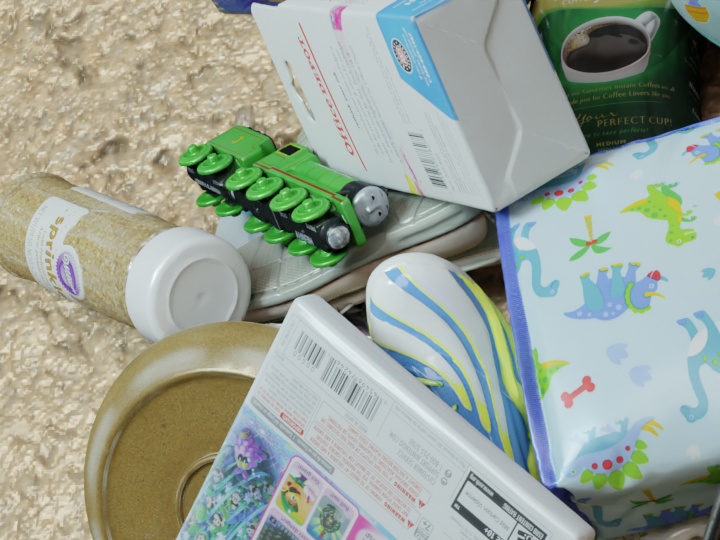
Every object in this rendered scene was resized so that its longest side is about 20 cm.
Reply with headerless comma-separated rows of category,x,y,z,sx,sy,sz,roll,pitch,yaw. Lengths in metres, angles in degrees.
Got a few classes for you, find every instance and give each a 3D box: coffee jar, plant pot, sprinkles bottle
coffee jar,0.147,-0.090,1.464,0.104,0.085,0.200,-5,63,16
plant pot,-0.066,0.128,1.397,0.200,0.027,0.200,5,103,23
sprinkles bottle,-0.142,-0.007,1.497,0.068,0.068,0.200,-54,36,-12

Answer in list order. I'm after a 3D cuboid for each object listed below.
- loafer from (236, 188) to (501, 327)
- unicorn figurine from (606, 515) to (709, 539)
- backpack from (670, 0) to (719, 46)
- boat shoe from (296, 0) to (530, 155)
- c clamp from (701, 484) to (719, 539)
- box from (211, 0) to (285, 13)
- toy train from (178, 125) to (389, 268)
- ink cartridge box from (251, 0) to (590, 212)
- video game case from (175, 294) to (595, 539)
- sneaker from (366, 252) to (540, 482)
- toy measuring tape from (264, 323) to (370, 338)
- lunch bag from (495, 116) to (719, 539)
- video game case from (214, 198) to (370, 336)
loafer,0.000,0.000,1.463,0.200,0.063,0.072,-22,31,27
unicorn figurine,0.147,0.189,1.336,0.137,0.074,0.200,-3,47,19
backpack,0.255,-0.208,1.393,0.176,0.153,0.200,26,70,11
boat shoe,0.027,-0.116,1.507,0.200,0.062,0.075,-47,17,28
c clamp,0.248,0.141,1.247,0.171,0.200,0.027,12,29,10
box,-0.013,-0.198,1.560,0.200,0.119,0.041,5,66,23
toy train,-0.043,-0.046,1.475,0.056,0.042,0.200,-30,25,-18
ink cartridge box,0.027,-0.106,1.400,0.068,0.115,0.200,-32,21,-20
video game case,0.004,0.142,1.312,0.200,0.024,0.182,40,118,26
sneaker,0.057,0.091,1.333,0.076,0.200,0.105,-22,18,12
toy measuring tape,0.027,0.064,1.422,0.200,0.074,0.074,5,65,5
lunch bag,0.164,0.022,1.327,0.170,0.127,0.200,-14,66,9
video game case,-0.035,0.049,1.499,0.143,0.018,0.200,4,65,23
